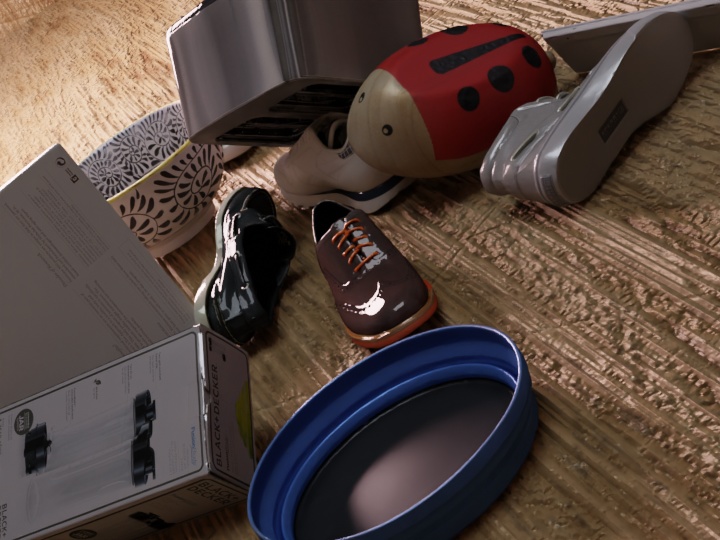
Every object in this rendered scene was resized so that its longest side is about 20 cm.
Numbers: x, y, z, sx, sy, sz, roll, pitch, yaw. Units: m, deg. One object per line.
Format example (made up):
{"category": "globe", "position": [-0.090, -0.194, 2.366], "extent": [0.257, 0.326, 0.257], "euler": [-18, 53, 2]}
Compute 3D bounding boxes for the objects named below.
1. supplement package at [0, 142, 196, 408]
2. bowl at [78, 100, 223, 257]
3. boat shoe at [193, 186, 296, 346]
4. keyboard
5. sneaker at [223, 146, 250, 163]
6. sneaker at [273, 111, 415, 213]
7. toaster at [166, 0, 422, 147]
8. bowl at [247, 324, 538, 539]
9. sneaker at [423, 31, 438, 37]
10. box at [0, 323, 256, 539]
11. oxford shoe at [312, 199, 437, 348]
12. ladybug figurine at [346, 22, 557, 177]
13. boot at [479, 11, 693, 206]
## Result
{"category": "supplement package", "position": [-0.275, 0.043, 1.316], "extent": [0.200, 0.192, 0.147], "euler": [-44, 11, -25]}
{"category": "bowl", "position": [-0.206, -0.075, 1.594], "extent": [0.199, 0.095, 0.201], "euler": [-28, 23, 13]}
{"category": "boat shoe", "position": [-0.086, -0.011, 1.356], "extent": [0.066, 0.075, 0.200], "euler": [-20, 26, 23]}
{"category": "keyboard", "position": [0.234, -0.191, 1.312], "extent": [0.199, 0.056, 0.011], "euler": [-3, 60, 51]}
{"category": "sneaker", "position": [-0.151, -0.185, 1.774], "extent": [0.072, 0.085, 0.201], "euler": [-25, 26, 15]}
{"category": "sneaker", "position": [-0.026, -0.106, 1.455], "extent": [0.076, 0.081, 0.199], "euler": [-45, 24, -23]}
{"category": "toaster", "position": [-0.062, -0.195, 1.441], "extent": [0.199, 0.120, 0.180], "euler": [-2, -15, -43]}
{"category": "bowl", "position": [0.022, 0.113, 1.008], "extent": [0.199, 0.040, 0.201], "euler": [-29, 23, 13]}
{"category": "sneaker", "position": [0.088, -0.200, 1.499], "extent": [0.199, 0.076, 0.088], "euler": [-7, 30, 42]}
{"category": "box", "position": [-0.171, 0.130, 1.144], "extent": [0.199, 0.060, 0.118], "euler": [-24, 56, 24]}
{"category": "oxford shoe", "position": [0.000, 0.000, 1.218], "extent": [0.071, 0.073, 0.200], "euler": [-35, 23, -5]}
{"category": "ladybug figurine", "position": [0.080, -0.150, 1.340], "extent": [0.199, 0.072, 0.136], "euler": [-27, 55, -22]}
{"category": "boot", "position": [0.171, -0.130, 1.246], "extent": [0.095, 0.074, 0.200], "euler": [9, 48, 49]}
